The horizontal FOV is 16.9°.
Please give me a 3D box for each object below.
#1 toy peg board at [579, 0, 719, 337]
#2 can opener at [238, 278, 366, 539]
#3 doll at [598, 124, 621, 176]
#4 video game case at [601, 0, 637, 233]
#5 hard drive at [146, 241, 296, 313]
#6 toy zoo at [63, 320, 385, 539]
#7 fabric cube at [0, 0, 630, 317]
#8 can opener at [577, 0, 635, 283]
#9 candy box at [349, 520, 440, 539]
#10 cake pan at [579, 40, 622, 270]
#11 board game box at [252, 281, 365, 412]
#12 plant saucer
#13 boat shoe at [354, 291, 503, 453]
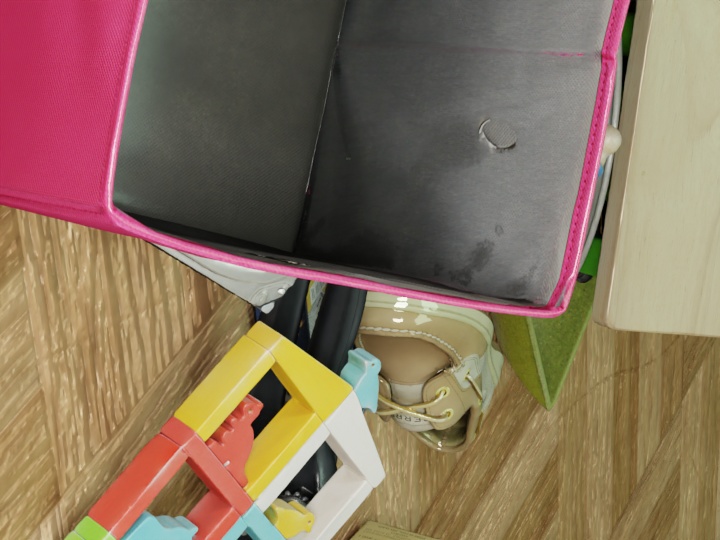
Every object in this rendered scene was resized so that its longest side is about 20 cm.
[{"bbox_3d":[0.220,-0.066,1.426,0.198,0.098,0.201,4,98,-25],"label":"toy peg board"},{"bbox_3d":[-0.036,0.061,1.234,0.079,0.063,0.201,-93,-171,-54],"label":"can opener"},{"bbox_3d":[0.073,-0.083,1.220,0.049,0.136,0.201,-107,-152,-57],"label":"doll"},{"bbox_3d":[0.216,-0.088,1.549,0.045,0.181,0.201,5,98,-33],"label":"video game case"},{"bbox_3d":[-0.029,-0.089,1.091,0.200,0.038,0.140,-53,140,2],"label":"hard drive"},{"bbox_3d":[-0.061,0.113,1.159,0.200,0.020,0.131,-49,139,-12],"label":"toy zoo"},{"bbox_3d":[-0.038,-0.102,0.894,0.196,0.199,0.201,12,89,-34],"label":"fabric cube"},{"bbox_3d":[0.153,-0.091,1.542,0.063,0.079,0.201,-6,89,-24],"label":"can opener"},{"bbox_3d":[-0.016,0.244,1.427,0.200,0.055,0.116,-40,137,-58],"label":"candy box"},{"bbox_3d":[0.111,-0.086,1.444,0.200,0.037,0.201,-174,-90,-80],"label":"cake pan"},{"bbox_3d":[0.000,0.000,1.368,0.200,0.034,0.136,-55,149,-45],"label":"board game box"},{"bbox_3d":[0.129,-0.040,1.656,0.200,0.048,0.200,73,36,-52],"label":"plant saucer"},{"bbox_3d":[0.038,0.057,1.344,0.200,0.074,0.067,42,57,-66],"label":"boat shoe"}]
